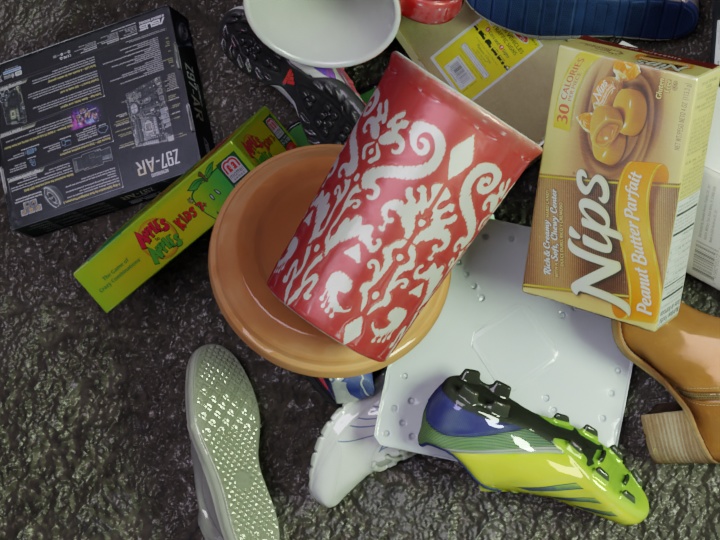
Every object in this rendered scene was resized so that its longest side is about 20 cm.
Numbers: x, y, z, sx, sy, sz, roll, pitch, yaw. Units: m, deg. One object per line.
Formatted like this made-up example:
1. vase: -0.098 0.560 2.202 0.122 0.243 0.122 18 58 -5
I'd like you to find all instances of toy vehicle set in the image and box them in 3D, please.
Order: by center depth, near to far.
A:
1. toy vehicle set: 0.115 -0.190 1.743 0.124 0.027 0.201 -36 72 7

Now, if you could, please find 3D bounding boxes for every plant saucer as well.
1. plant saucer: -0.023 -0.014 1.623 0.198 0.038 0.202 2 69 -4

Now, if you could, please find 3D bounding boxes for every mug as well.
1. mug: 0.031 -0.044 1.534 0.133 0.178 0.201 33 95 5
2. mug: -0.007 -0.280 1.732 0.133 0.177 0.201 -35 35 38

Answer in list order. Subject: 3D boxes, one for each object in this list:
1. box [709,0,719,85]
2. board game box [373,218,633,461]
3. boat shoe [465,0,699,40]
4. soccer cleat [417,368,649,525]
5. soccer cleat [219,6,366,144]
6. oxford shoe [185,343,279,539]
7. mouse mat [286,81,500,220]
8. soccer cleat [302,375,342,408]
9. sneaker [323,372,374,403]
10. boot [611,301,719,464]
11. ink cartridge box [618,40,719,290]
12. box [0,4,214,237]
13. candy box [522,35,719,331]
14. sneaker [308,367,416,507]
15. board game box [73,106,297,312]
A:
1. box: 0.348 -0.233 1.604 0.049 0.160 0.202 -4 78 48
2. board game box: 0.126 0.065 1.668 0.198 0.026 0.202 12 85 -1
3. boat shoe: 0.185 -0.240 1.698 0.198 0.072 0.073 8 54 -3
4. soccer cleat: 0.139 0.156 1.628 0.199 0.065 0.084 30 115 -4
5. soccer cleat: -0.035 -0.164 1.765 0.200 0.073 0.068 44 129 14
6. oxford shoe: -0.121 0.163 1.755 0.058 0.075 0.202 -32 66 50
7. mouse mat: 0.030 -0.068 1.767 0.160 0.008 0.201 -24 76 14
8. soccer cleat: -0.032 0.019 1.740 0.073 0.068 0.201 -26 72 22
9. sneaker: 0.000 -0.001 1.675 0.114 0.081 0.201 -14 71 -2
10. boot: 0.286 0.057 1.595 0.154 0.077 0.202 -12 96 27
11. ink cartridge box: 0.266 -0.075 1.604 0.199 0.147 0.083 30 62 21
12. box: -0.240 -0.136 1.852 0.199 0.043 0.161 -18 76 16
13. candy box: 0.196 -0.067 1.529 0.115 0.055 0.202 17 113 27
14. sneaker: 0.033 0.127 1.703 0.087 0.074 0.200 42 97 15
15. board game box: -0.152 -0.053 1.749 0.200 0.102 0.048 -38 97 25
